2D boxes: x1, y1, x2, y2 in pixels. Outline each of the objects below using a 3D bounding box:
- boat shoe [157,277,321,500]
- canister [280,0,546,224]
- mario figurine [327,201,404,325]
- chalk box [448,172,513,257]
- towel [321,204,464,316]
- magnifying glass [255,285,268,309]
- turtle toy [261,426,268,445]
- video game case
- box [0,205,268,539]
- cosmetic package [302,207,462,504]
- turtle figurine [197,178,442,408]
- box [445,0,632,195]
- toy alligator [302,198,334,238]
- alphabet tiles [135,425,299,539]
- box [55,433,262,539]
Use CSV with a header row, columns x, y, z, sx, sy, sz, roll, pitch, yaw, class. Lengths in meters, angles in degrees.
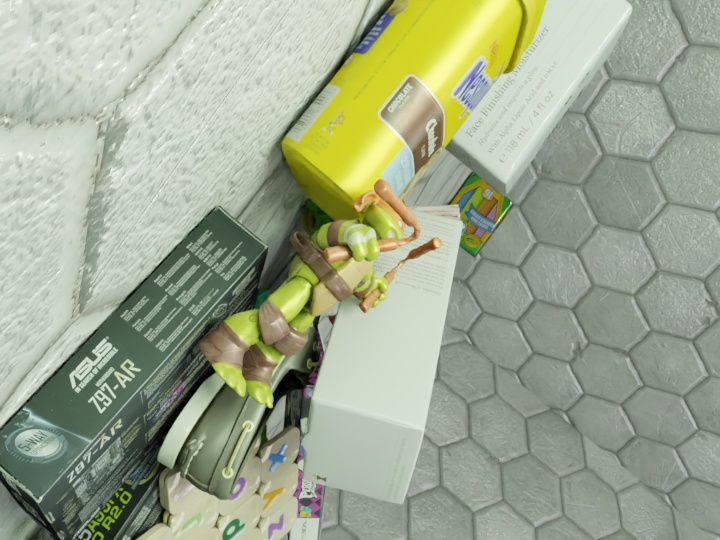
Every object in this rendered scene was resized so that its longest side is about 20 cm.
x,y,z,sx,sy,sz,roll,pitch,yaw,class
-0.065,0.071,0.649,0.203,0.060,0.072,-54,174,-26,boat shoe
0.037,-0.128,0.631,0.201,0.086,0.149,-51,172,-5,canister
-0.012,-0.011,1.038,0.202,0.120,0.108,108,-23,-47,mario figurine
0.257,-0.112,2.102,0.202,0.123,0.125,-54,173,6,chalk box
0.000,0.000,0.870,0.198,0.033,0.190,-34,172,21,towel
-0.141,0.080,0.736,0.201,0.022,0.080,-51,173,-40,magnifying glass
-0.175,0.251,1.008,0.201,0.100,0.146,-52,173,-10,turtle toy
-0.060,0.171,0.956,0.200,0.035,0.186,-115,-151,-72,video game case
-0.143,0.074,0.575,0.201,0.043,0.161,-51,173,-26,box
0.018,0.057,0.680,0.109,0.083,0.203,100,4,-49,cosmetic package
-0.026,0.006,0.545,0.161,0.064,0.200,-44,171,-3,turtle figurine
0.158,-0.200,0.909,0.201,0.130,0.200,-54,173,7,box
0.002,-0.081,0.785,0.200,0.058,0.055,-48,132,-40,toy alligator
-0.118,0.216,0.720,0.194,0.014,0.204,-33,137,-44,alphabet tiles
-0.163,0.202,0.710,0.202,0.044,0.161,-57,155,-17,box
